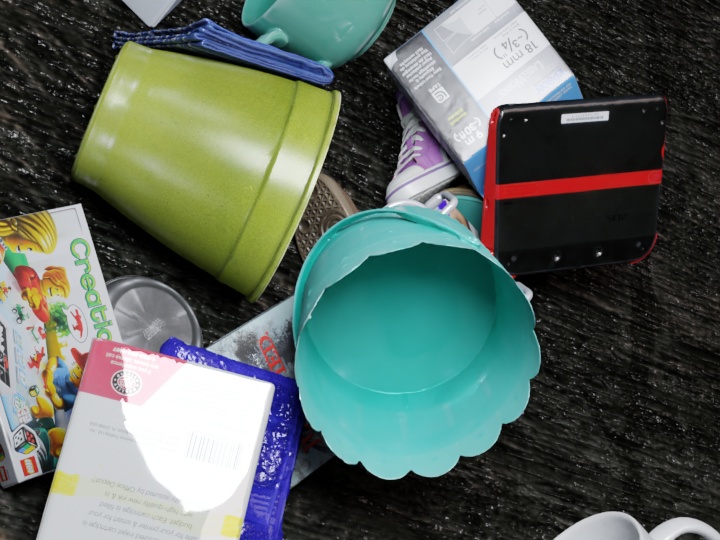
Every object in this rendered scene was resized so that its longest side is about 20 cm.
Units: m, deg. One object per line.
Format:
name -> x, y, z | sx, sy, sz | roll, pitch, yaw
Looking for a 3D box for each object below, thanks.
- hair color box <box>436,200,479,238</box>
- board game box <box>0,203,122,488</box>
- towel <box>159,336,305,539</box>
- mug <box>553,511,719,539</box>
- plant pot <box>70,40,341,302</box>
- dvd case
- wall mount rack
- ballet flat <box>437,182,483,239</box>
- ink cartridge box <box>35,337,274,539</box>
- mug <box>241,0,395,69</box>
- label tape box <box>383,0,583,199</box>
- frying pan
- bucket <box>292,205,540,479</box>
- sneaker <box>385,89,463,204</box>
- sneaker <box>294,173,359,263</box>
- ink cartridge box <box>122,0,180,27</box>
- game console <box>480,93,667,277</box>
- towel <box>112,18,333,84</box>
hair color box -> 0.096, 0.044, 1.369 | 0.109, 0.064, 0.203 | 37, 36, -63
board game box -> -0.253, 0.056, 1.114 | 0.125, 0.034, 0.203 | -16, 87, -42
towel -> -0.115, 0.168, 1.137 | 0.146, 0.049, 0.203 | 20, 71, -29
mug -> 0.268, 0.319, 1.296 | 0.200, 0.147, 0.176 | -45, 108, -9
plant pot -> -0.143, -0.103, 1.226 | 0.191, 0.201, 0.202 | 23, 52, -11
dvd case -> -0.067, 0.109, 1.246 | 0.199, 0.022, 0.147 | -30, 96, -44
wall mount rack -> 0.053, 0.033, 1.256 | 0.173, 0.075, 0.200 | -42, 107, -2
ballet flat -> 0.144, -0.057, 1.503 | 0.198, 0.068, 0.073 | 17, 35, -30
ink cartridge box -> -0.158, 0.171, 1.051 | 0.143, 0.083, 0.203 | 16, 72, -6
mug -> -0.042, -0.268, 1.427 | 0.114, 0.186, 0.152 | 32, 10, -23
label tape box -> 0.139, -0.171, 1.406 | 0.144, 0.063, 0.201 | -37, 82, 0
frying pan -> -0.168, 0.088, 1.196 | 0.114, 0.031, 0.192 | -15, 73, -40
bucket -> 0.039, 0.050, 1.151 | 0.206, 0.208, 0.135 | 35, 13, -16
sneaker -> 0.058, -0.133, 1.471 | 0.115, 0.072, 0.200 | 52, 35, -1
sneaker -> 0.000, 0.000, 1.361 | 0.075, 0.070, 0.202 | -15, 80, -59
ink cartridge box -> -0.192, -0.361, 1.394 | 0.145, 0.083, 0.201 | 43, 47, -10
game console -> 0.215, -0.085, 1.411 | 0.197, 0.031, 0.180 | -7, 109, -20
towel -> -0.128, -0.197, 1.283 | 0.143, 0.199, 0.024 | 14, 89, -33
